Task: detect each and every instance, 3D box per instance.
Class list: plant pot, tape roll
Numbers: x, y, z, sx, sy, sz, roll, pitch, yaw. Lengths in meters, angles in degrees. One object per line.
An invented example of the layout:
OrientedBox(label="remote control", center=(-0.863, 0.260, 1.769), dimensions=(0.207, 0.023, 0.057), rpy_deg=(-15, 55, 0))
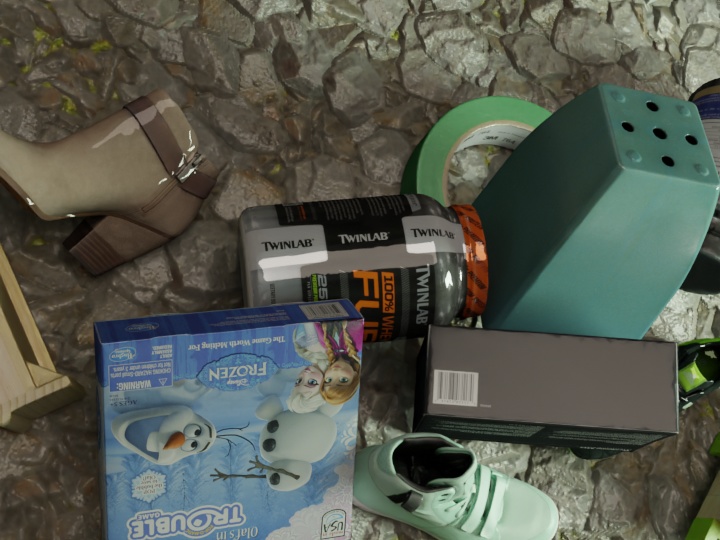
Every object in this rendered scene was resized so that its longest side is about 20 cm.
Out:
OrientedBox(label="plant pot", center=(0.195, -0.048, 0.900), dimensions=(0.140, 0.201, 0.142), rpy_deg=(8, 52, -16))
OrientedBox(label="tape roll", center=(0.138, -0.065, 1.041), dimensions=(0.199, 0.048, 0.202), rpy_deg=(5, 72, -16))

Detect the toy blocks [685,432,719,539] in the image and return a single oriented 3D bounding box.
OrientedBox(label="toy blocks", center=(0.405, 0.212, 1.026), dimensions=(0.137, 0.100, 0.200), rpy_deg=(43, 64, -14))

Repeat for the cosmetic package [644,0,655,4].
OrientedBox(label="cosmetic package", center=(0.378, -0.385, 1.205), dimensions=(0.199, 0.081, 0.113), rpy_deg=(-27, 81, -23))

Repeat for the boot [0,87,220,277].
OrientedBox(label="boot", center=(-0.209, -0.093, 0.883), dimensions=(0.146, 0.070, 0.200), rpy_deg=(-44, 133, -8))

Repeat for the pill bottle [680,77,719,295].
OrientedBox(label="pill bottle", center=(0.354, -0.082, 1.083), dimensions=(0.111, 0.112, 0.201), rpy_deg=(28, 67, -8))

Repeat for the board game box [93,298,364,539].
OrientedBox(label="board game box", center=(-0.100, 0.129, 0.841), dimensions=(0.198, 0.043, 0.201), rpy_deg=(-5, 114, -20))

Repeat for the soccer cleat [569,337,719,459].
OrientedBox(label="soccer cleat", center=(0.273, 0.110, 1.010), dimensions=(0.199, 0.081, 0.068), rpy_deg=(-26, 82, -24))

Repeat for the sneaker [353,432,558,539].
OrientedBox(label="sneaker", center=(0.093, 0.189, 0.905), dimensions=(0.199, 0.118, 0.074), rpy_deg=(16, 67, -14))

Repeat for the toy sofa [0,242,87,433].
OrientedBox(label="toy sofa", center=(-0.297, 0.027, 0.845), dimensions=(0.097, 0.083, 0.201), rpy_deg=(-25, 82, -10))

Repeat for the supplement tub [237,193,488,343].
OrientedBox(label="supplement tub", center=(0.000, 0.000, 0.915), dimensions=(0.198, 0.123, 0.124), rpy_deg=(-6, 74, -8))

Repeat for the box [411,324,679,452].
OrientedBox(label="box", center=(0.147, 0.101, 0.911), dimensions=(0.198, 0.141, 0.080), rpy_deg=(4, 73, 0))
